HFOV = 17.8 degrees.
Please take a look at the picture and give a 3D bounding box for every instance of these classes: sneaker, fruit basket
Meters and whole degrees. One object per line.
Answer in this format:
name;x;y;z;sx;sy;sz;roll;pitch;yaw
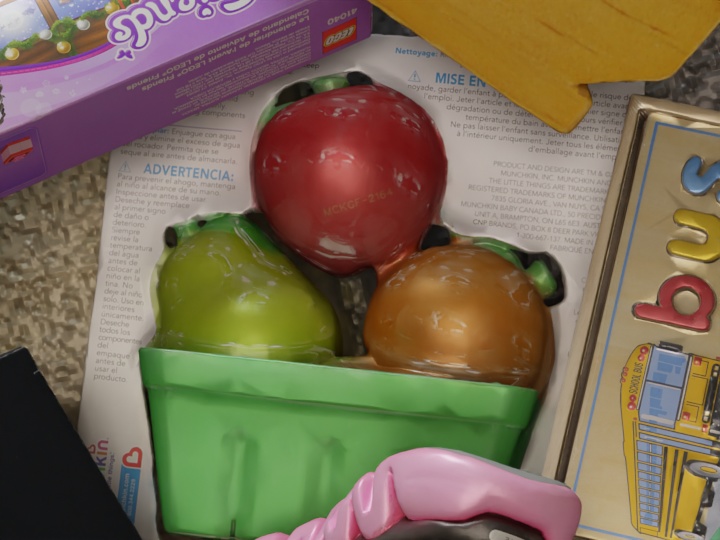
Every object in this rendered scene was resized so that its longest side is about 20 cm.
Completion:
sneaker;-0.005;0.128;0.708;0.079;0.200;0.096;15;60;-23
fruit basket;0.000;0.000;0.788;0.184;0.094;0.202;5;78;4

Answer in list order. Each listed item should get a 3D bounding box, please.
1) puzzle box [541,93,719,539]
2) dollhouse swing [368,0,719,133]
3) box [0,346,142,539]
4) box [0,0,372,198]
puzzle box;0.126;0.051;0.723;0.132;0.025;0.201;12;76;9
dollhouse swing;0.070;-0.195;0.742;0.181;0.176;0.200;34;121;-11
box;-0.149;0.137;0.744;0.200;0.079;0.142;-37;82;39
box;-0.113;-0.100;0.765;0.199;0.039;0.137;-25;64;-13
